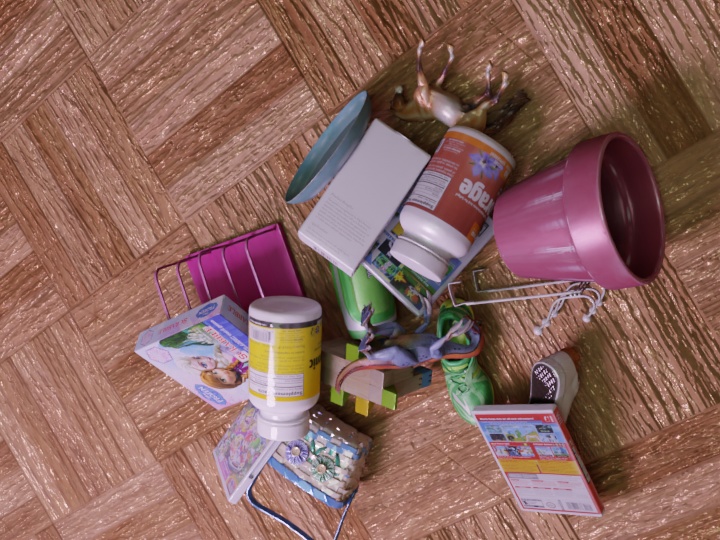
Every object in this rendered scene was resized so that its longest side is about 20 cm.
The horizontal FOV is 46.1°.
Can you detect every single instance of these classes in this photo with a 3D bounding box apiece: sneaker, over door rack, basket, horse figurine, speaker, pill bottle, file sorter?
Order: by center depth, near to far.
[{"bbox_3d":[0.126,-0.091,1.192,0.111,0.112,0.201,28,85,14],"label":"pill bottle"},{"bbox_3d":[0.238,0.043,1.197,0.198,0.148,0.068,5,98,21],"label":"over door rack"},{"bbox_3d":[0.139,-0.248,1.220,0.198,0.050,0.134,24,122,10],"label":"horse figurine"},{"bbox_3d":[0.290,0.200,1.256,0.073,0.084,0.202,35,137,33],"label":"sneaker"},{"bbox_3d":[-0.115,0.147,1.275,0.110,0.111,0.203,8,103,21],"label":"pill bottle"},{"bbox_3d":[0.150,0.146,1.291,0.073,0.083,0.202,-12,98,24],"label":"sneaker"},{"bbox_3d":[0.000,0.000,1.319,0.087,0.088,0.202,-9,99,24],"label":"speaker"},{"bbox_3d":[-0.217,0.025,1.394,0.198,0.125,0.141,-17,95,25],"label":"file sorter"},{"bbox_3d":[-0.085,0.338,1.403,0.175,0.139,0.202,27,102,15],"label":"basket"}]

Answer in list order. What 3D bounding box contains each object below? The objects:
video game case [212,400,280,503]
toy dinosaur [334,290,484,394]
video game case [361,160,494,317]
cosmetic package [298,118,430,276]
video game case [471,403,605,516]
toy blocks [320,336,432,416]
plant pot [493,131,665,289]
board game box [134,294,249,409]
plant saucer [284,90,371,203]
[{"bbox_3d":[-0.173,0.267,1.409,0.018,0.143,0.201,32,99,-29],"label":"video game case"},{"bbox_3d":[0.083,0.103,1.217,0.180,0.106,0.201,21,124,-21],"label":"toy dinosaur"},{"bbox_3d":[0.075,-0.065,1.256,0.200,0.022,0.182,43,86,3],"label":"video game case"},{"bbox_3d":[0.005,-0.103,1.213,0.101,0.074,0.201,35,84,2],"label":"cosmetic package"},{"bbox_3d":[0.263,0.282,1.256,0.142,0.017,0.201,-9,117,43],"label":"video game case"},{"bbox_3d":[0.019,0.148,1.322,0.199,0.136,0.101,15,108,38],"label":"toy blocks"},{"bbox_3d":[0.286,-0.067,1.136,0.178,0.199,0.202,-12,98,40],"label":"plant pot"},{"bbox_3d":[-0.227,0.139,1.373,0.198,0.041,0.200,-23,130,31],"label":"board game box"},{"bbox_3d":[-0.043,-0.176,1.247,0.027,0.201,0.200,36,116,-15],"label":"plant saucer"}]
